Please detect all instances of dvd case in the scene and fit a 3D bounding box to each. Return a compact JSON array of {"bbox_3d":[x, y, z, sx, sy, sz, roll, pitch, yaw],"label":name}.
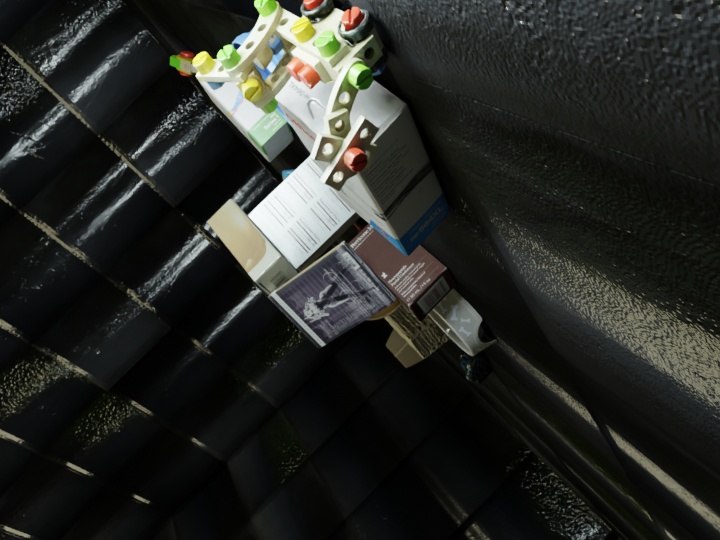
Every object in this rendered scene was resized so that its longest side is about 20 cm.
[{"bbox_3d":[-0.055,0.051,1.108,0.149,0.199,0.016,47,-152,-19],"label":"dvd case"}]

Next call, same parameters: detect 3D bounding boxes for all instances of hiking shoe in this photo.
[{"bbox_3d":[0.297,0.252,1.603,0.087,0.074,0.200,44,176,25],"label":"hiking shoe"}]

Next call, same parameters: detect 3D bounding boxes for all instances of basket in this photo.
[{"bbox_3d":[0.143,0.121,1.602,0.200,0.123,0.136,45,176,41],"label":"basket"}]

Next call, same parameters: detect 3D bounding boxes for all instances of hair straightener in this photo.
[{"bbox_3d":[0.012,-0.088,1.515,0.077,0.041,0.200,50,176,-41],"label":"hair straightener"}]

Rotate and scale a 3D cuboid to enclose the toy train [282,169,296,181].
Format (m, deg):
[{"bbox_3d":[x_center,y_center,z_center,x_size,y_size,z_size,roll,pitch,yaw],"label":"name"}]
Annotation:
[{"bbox_3d":[-0.092,-0.180,1.390,0.085,0.197,0.118,-139,46,-60],"label":"toy train"}]

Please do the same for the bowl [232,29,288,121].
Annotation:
[{"bbox_3d":[-0.097,-0.251,0.835,0.201,0.039,0.201,47,177,4],"label":"bowl"}]

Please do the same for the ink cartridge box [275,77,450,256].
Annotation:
[{"bbox_3d":[0.008,-0.127,0.670,0.146,0.084,0.200,44,175,32],"label":"ink cartridge box"}]

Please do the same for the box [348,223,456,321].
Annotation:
[{"bbox_3d":[0.074,-0.011,1.113,0.200,0.100,0.075,43,176,39],"label":"box"}]

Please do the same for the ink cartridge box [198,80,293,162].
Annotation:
[{"bbox_3d":[-0.248,-0.354,1.316,0.200,0.084,0.145,47,177,1],"label":"ink cartridge box"}]

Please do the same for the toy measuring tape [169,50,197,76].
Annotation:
[{"bbox_3d":[-0.492,-0.610,1.781,0.198,0.074,0.074,26,168,25],"label":"toy measuring tape"}]

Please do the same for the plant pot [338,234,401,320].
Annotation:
[{"bbox_3d":[0.000,0.000,1.363,0.187,0.186,0.200,47,174,-16],"label":"plant pot"}]

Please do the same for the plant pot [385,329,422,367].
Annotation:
[{"bbox_3d":[0.267,0.443,3.479,0.200,0.177,0.200,49,176,-34],"label":"plant pot"}]

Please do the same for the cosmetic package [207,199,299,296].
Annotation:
[{"bbox_3d":[-0.211,-0.041,1.183,0.200,0.071,0.105,45,176,34],"label":"cosmetic package"}]

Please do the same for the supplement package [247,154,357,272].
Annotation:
[{"bbox_3d":[-0.103,-0.119,1.236,0.147,0.200,0.191,47,176,0],"label":"supplement package"}]

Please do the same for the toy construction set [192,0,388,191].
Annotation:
[{"bbox_3d":[-0.050,-0.168,0.516,0.200,0.131,0.092,45,177,25],"label":"toy construction set"}]

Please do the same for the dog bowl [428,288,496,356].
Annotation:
[{"bbox_3d":[0.189,0.093,1.227,0.200,0.059,0.200,46,176,4],"label":"dog bowl"}]
